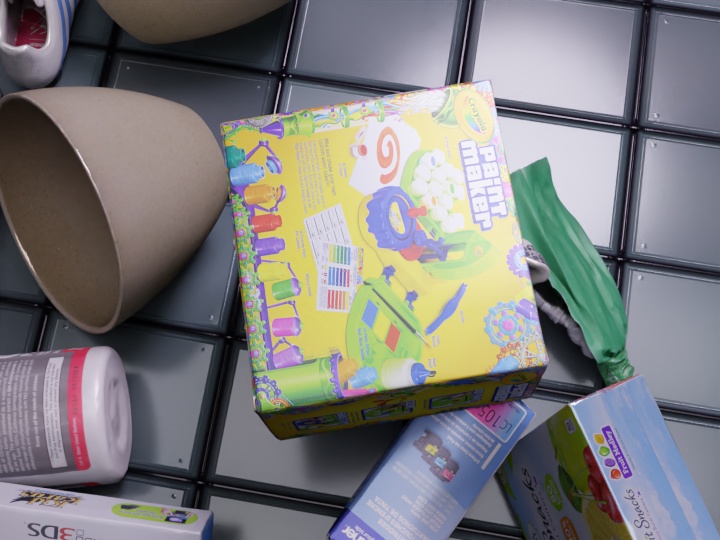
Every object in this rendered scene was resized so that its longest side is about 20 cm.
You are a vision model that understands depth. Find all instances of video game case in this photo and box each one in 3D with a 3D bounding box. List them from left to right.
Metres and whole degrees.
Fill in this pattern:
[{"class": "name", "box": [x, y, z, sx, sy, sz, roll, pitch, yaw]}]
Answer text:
[{"class": "video game case", "box": [-0.211, 0.273, 0.845, 0.179, 0.045, 0.203, 7, 100, 5]}]

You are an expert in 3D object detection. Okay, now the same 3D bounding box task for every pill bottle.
[{"class": "pill bottle", "box": [-0.292, 0.125, 0.896, 0.197, 0.111, 0.112, -5, 74, 0]}]

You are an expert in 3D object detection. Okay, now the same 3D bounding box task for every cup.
[{"class": "cup", "box": [-0.195, -0.068, 0.923, 0.142, 0.201, 0.201, -27, 73, -34]}, {"class": "cup", "box": [-0.161, -0.284, 0.976, 0.143, 0.200, 0.202, -36, 75, 19]}]

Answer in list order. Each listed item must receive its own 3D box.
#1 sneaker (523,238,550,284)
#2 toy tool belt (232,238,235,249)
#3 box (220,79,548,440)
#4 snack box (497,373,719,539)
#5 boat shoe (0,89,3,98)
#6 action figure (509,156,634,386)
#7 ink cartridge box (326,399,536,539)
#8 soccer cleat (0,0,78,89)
[{"class": "sneaker", "box": [0.055, 0.039, 0.857, 0.200, 0.077, 0.080, -44, 49, -10]}, {"class": "toy tool belt", "box": [0.000, 0.000, 0.927, 0.198, 0.125, 0.124, -12, 80, -31]}, {"class": "box", "box": [0.014, -0.004, 0.776, 0.190, 0.122, 0.203, -9, 73, 0]}, {"class": "snack box", "box": [0.181, 0.188, 0.818, 0.067, 0.200, 0.170, -19, 73, -15]}, {"class": "boat shoe", "box": [-0.338, -0.072, 0.972, 0.090, 0.071, 0.202, -19, 72, 0]}, {"class": "action figure", "box": [0.174, 0.008, 0.935, 0.118, 0.054, 0.202, -26, 87, -51]}, {"class": "ink cartridge box", "box": [0.041, 0.174, 0.859, 0.076, 0.137, 0.201, 36, 78, 7]}, {"class": "soccer cleat", "box": [-0.291, -0.268, 1.019, 0.069, 0.086, 0.203, 2, 74, 2]}]
